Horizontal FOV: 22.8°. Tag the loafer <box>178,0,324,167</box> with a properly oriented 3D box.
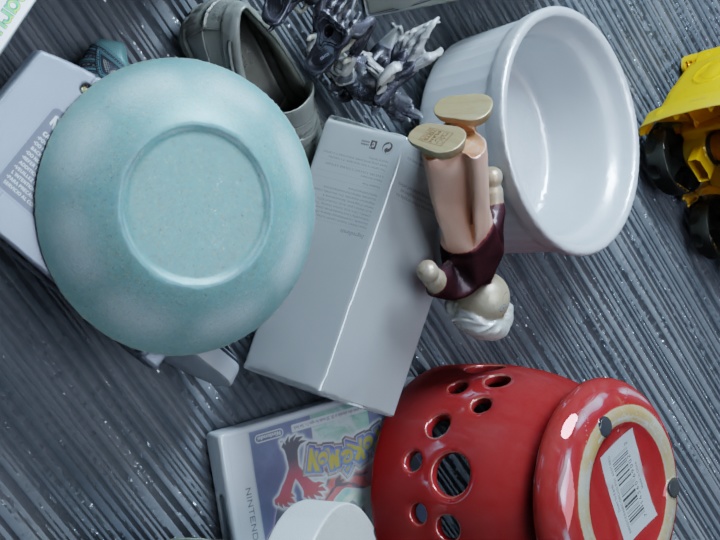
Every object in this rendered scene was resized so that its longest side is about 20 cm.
[{"bbox_3d":[-0.063,-0.115,1.334,0.070,0.070,0.200,-52,123,-29],"label":"loafer"}]

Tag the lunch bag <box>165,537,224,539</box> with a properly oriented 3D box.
[{"bbox_3d":[-0.138,0.275,1.243,0.199,0.117,0.165,4,87,-41],"label":"lunch bag"}]

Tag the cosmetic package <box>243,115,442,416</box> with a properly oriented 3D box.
[{"bbox_3d":[0.000,0.000,1.344,0.113,0.081,0.201,27,82,-55],"label":"cosmetic package"}]

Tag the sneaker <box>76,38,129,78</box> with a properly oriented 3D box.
[{"bbox_3d":[-0.124,-0.099,1.287,0.200,0.077,0.087,30,69,-34],"label":"sneaker"}]

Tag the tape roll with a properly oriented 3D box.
[{"bbox_3d":[-0.031,0.267,1.291,0.203,0.037,0.204,2,90,-70],"label":"tape roll"}]

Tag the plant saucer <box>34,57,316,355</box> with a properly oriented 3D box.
[{"bbox_3d":[-0.115,-0.043,1.187,0.200,0.039,0.202,0,90,-25],"label":"plant saucer"}]

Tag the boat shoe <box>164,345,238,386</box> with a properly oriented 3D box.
[{"bbox_3d":[-0.153,0.005,1.271,0.200,0.072,0.068,41,67,-22],"label":"boat shoe"}]

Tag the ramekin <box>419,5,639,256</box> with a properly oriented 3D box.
[{"bbox_3d":[0.136,-0.107,1.453,0.200,0.097,0.202,10,77,-49],"label":"ramekin"}]

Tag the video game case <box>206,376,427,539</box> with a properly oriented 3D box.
[{"bbox_3d":[-0.021,0.193,1.397,0.199,0.023,0.183,-13,98,-38],"label":"video game case"}]

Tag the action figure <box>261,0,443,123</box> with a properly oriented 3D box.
[{"bbox_3d":[0.003,-0.175,1.326,0.102,0.119,0.200,-49,161,6],"label":"action figure"}]

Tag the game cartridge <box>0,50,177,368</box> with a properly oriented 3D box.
[{"bbox_3d":[-0.174,-0.046,1.200,0.200,0.041,0.133,43,69,-19],"label":"game cartridge"}]

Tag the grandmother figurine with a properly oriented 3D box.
[{"bbox_3d":[0.080,-0.026,1.325,0.121,0.060,0.201,-42,136,-29],"label":"grandmother figurine"}]

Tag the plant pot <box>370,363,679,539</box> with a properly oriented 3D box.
[{"bbox_3d":[0.134,0.174,1.400,0.200,0.182,0.202,3,86,-47],"label":"plant pot"}]

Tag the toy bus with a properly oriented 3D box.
[{"bbox_3d":[0.369,-0.123,1.652,0.200,0.135,0.192,54,44,-27],"label":"toy bus"}]

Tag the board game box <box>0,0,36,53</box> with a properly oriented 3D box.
[{"bbox_3d":[-0.256,-0.136,1.150,0.035,0.126,0.201,34,69,-14],"label":"board game box"}]

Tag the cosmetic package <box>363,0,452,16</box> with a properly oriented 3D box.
[{"bbox_3d":[0.101,-0.269,1.447,0.199,0.103,0.088,-18,99,-38],"label":"cosmetic package"}]
